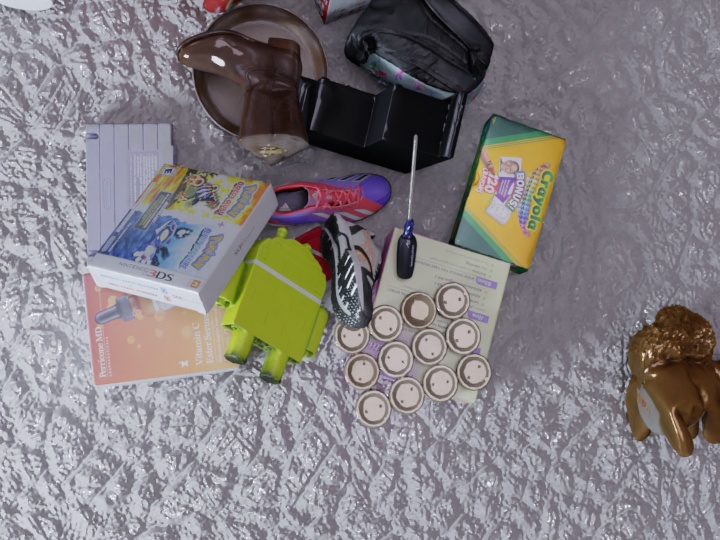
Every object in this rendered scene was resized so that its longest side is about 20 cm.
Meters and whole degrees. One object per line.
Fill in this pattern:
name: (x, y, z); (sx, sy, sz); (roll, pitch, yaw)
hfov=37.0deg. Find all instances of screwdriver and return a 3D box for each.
screwdriver: (0.070, -0.082, 1.422); (0.029, 0.028, 0.203); (3, 115, -12)

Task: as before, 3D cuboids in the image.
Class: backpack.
backpack: (0.093, -0.319, 1.540); (0.198, 0.127, 0.169); (32, 83, 0)

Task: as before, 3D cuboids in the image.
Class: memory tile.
memory tile: (0.070, 0.112, 1.454); (0.197, 0.017, 0.156); (-18, 86, -7)

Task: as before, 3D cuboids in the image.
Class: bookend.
bookend: (0.014, -0.212, 1.467); (0.197, 0.198, 0.094); (15, 85, -15)

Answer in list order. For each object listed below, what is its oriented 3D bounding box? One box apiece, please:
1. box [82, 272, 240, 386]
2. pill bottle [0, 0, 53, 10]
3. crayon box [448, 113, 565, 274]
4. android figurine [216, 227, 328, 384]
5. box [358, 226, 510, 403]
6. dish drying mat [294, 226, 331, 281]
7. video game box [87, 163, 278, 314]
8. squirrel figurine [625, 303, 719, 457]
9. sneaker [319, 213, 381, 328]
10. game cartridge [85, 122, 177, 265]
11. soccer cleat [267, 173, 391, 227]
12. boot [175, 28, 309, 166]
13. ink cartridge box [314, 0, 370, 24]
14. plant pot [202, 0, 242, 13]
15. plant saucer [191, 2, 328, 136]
box: (-0.268, 0.072, 1.473); (0.196, 0.106, 0.155); (-7, 85, -7)
pill bottle: (-0.464, -0.476, 1.499); (0.117, 0.120, 0.204); (4, 83, -6)
crayon box: (0.213, -0.110, 1.566); (0.117, 0.058, 0.204); (18, 83, -4)
android figurine: (-0.114, 0.041, 1.434); (0.181, 0.041, 0.203); (31, 63, -33)
box: (0.097, 0.065, 1.518); (0.173, 0.097, 0.204); (16, 82, -4)
dish drying mat: (-0.106, 0.011, 1.486); (0.199, 0.018, 0.078); (-35, 104, -41)
video game box: (-0.230, -0.047, 1.408); (0.179, 0.047, 0.202); (13, 53, 23)
squirrel figurine: (0.480, 0.146, 1.534); (0.183, 0.141, 0.204); (-16, 89, -14)
sneaker: (0.000, 0.000, 1.466); (0.079, 0.074, 0.202); (16, 39, -24)
game cartridge: (-0.323, -0.107, 1.522); (0.127, 0.038, 0.204); (-1, 84, -10)
soccer cleat: (-0.049, -0.101, 1.530); (0.196, 0.073, 0.070); (-8, 84, -7)
boot: (-0.163, -0.232, 1.461); (0.182, 0.065, 0.203); (-2, 58, -3)
ink cartridge box: (-0.040, -0.468, 1.503); (0.083, 0.200, 0.178); (-21, 87, -7)
plant pot: (-0.203, -0.473, 1.492); (0.200, 0.200, 0.183); (-44, 98, -8)
plant saucer: (-0.145, -0.285, 1.559); (0.196, 0.032, 0.205); (1, 85, -6)
